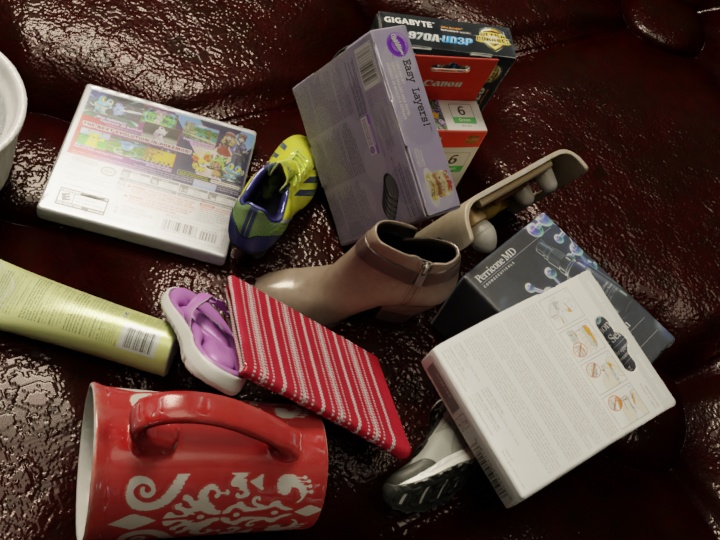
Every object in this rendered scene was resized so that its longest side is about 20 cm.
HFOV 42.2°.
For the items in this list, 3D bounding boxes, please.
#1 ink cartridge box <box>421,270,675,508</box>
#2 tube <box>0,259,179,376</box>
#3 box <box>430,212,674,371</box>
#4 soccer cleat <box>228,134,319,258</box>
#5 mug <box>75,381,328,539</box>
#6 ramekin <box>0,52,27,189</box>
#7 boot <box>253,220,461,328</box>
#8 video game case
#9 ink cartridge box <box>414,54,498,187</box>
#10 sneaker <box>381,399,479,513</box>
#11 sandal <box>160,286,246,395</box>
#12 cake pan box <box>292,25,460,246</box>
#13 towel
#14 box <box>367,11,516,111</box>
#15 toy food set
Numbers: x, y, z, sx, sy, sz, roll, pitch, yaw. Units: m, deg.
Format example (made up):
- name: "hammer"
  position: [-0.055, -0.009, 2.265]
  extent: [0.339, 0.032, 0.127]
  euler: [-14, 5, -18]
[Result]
- name: "ink cartridge box"
  position: [0.181, 0.109, 0.902]
  extent: [0.199, 0.050, 0.163]
  euler: [-23, 73, -25]
- name: "tube"
  position: [-0.272, 0.047, 0.890]
  extent: [0.199, 0.052, 0.058]
  euler: [18, 9, -4]
- name: "box"
  position: [0.205, 0.066, 1.006]
  extent: [0.200, 0.107, 0.148]
  euler: [45, 56, 13]
- name: "soccer cleat"
  position: [-0.083, -0.096, 1.016]
  extent: [0.064, 0.084, 0.201]
  euler: [25, 44, 1]
- name: "mug"
  position: [-0.130, 0.168, 0.789]
  extent: [0.199, 0.177, 0.135]
  euler: [6, 83, -21]
- name: "ramekin"
  position: [-0.433, -0.142, 0.913]
  extent: [0.199, 0.098, 0.202]
  euler: [11, 52, -15]
- name: "boot"
  position: [0.000, 0.000, 0.951]
  extent: [0.198, 0.146, 0.071]
  euler: [6, 58, -15]
- name: "video game case"
  position: [-0.226, -0.107, 1.018]
  extent: [0.199, 0.023, 0.183]
  euler: [15, 55, -9]
- name: "ink cartridge box"
  position: [0.077, -0.151, 1.042]
  extent: [0.108, 0.200, 0.051]
  euler: [-2, 59, -20]
- name: "sneaker"
  position: [0.088, 0.170, 0.926]
  extent: [0.200, 0.074, 0.079]
  euler: [-28, 61, -38]
- name: "sandal"
  position: [-0.133, 0.054, 0.867]
  extent: [0.082, 0.050, 0.203]
  euler: [35, 6, -28]
- name: "cake pan box"
  position: [0.009, -0.137, 0.983]
  extent: [0.052, 0.184, 0.201]
  euler: [-18, 90, -32]
- name: "towel"
  position: [-0.041, 0.093, 0.871]
  extent: [0.199, 0.023, 0.145]
  euler: [32, 20, -30]
- name: "box"
  position: [0.065, -0.204, 1.073]
  extent: [0.158, 0.200, 0.046]
  euler: [2, 61, -18]
- name: "toy food set"
  position: [0.147, -0.057, 1.045]
  extent: [0.199, 0.143, 0.061]
  euler: [-28, 88, -33]
